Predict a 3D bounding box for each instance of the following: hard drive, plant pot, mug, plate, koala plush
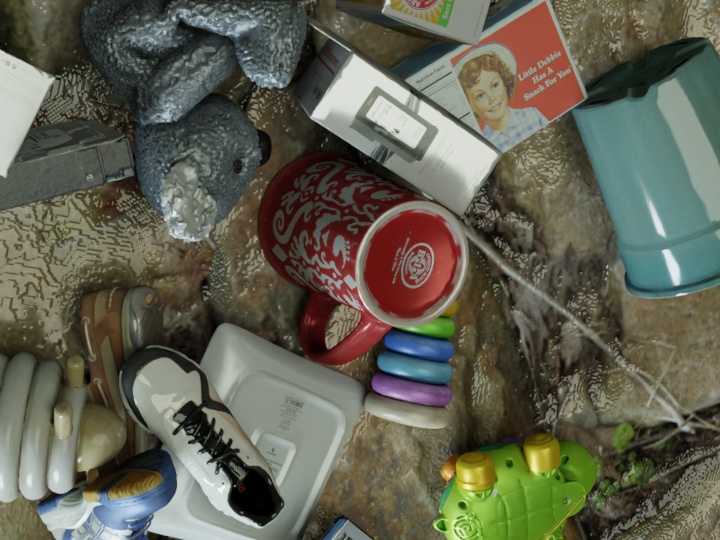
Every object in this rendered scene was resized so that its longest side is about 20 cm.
[{"bbox_3d":[-0.293,-0.078,1.130,0.198,0.140,0.038,-16,108,-20],"label":"hard drive"},{"bbox_3d":[0.311,-0.108,1.380,0.199,0.200,0.197,-33,105,-14],"label":"plant pot"},{"bbox_3d":[0.010,-0.006,1.250,0.132,0.200,0.179,-19,109,-20],"label":"mug"},{"bbox_3d":[-0.093,0.173,1.311,0.199,0.032,0.201,28,86,-39],"label":"plate"},{"bbox_3d":[-0.143,-0.129,1.179,0.182,0.177,0.202,-1,103,-10],"label":"koala plush"}]

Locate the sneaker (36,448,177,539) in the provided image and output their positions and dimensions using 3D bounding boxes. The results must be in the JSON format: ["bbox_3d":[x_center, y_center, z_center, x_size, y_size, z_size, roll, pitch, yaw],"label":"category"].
[{"bbox_3d":[-0.202,0.213,1.207,0.075,0.199,0.089,-29,93,-37],"label":"sneaker"}]

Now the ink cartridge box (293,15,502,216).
[{"bbox_3d":[0.013,-0.137,1.202,0.199,0.116,0.068,32,99,-17],"label":"ink cartridge box"}]

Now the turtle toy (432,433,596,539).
[{"bbox_3d":[0.159,0.229,1.427,0.198,0.101,0.147,-13,106,-22],"label":"turtle toy"}]

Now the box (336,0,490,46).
[{"bbox_3d":[0.067,-0.312,1.256,0.101,0.112,0.202,14,97,-26],"label":"box"}]

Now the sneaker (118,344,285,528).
[{"bbox_3d":[-0.129,0.143,1.208,0.074,0.080,0.200,-45,117,-13],"label":"sneaker"}]

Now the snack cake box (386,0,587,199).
[{"bbox_3d":[0.105,-0.166,1.331,0.199,0.067,0.116,-32,111,-14],"label":"snack cake box"}]

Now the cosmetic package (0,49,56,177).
[{"bbox_3d":[-0.294,-0.133,1.082,0.050,0.200,0.083,24,91,-27],"label":"cosmetic package"}]

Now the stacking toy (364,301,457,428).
[{"bbox_3d":[0.064,0.046,1.360,0.085,0.085,0.202,11,92,-26],"label":"stacking toy"}]

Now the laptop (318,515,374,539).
[{"bbox_3d":[-0.036,0.345,1.357,0.200,0.116,0.188,43,84,-26],"label":"laptop"}]

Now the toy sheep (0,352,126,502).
[{"bbox_3d":[-0.296,0.129,1.183,0.198,0.138,0.139,10,98,-4],"label":"toy sheep"}]

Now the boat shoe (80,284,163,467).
[{"bbox_3d":[-0.214,0.103,1.254,0.071,0.076,0.202,5,112,9],"label":"boat shoe"}]
